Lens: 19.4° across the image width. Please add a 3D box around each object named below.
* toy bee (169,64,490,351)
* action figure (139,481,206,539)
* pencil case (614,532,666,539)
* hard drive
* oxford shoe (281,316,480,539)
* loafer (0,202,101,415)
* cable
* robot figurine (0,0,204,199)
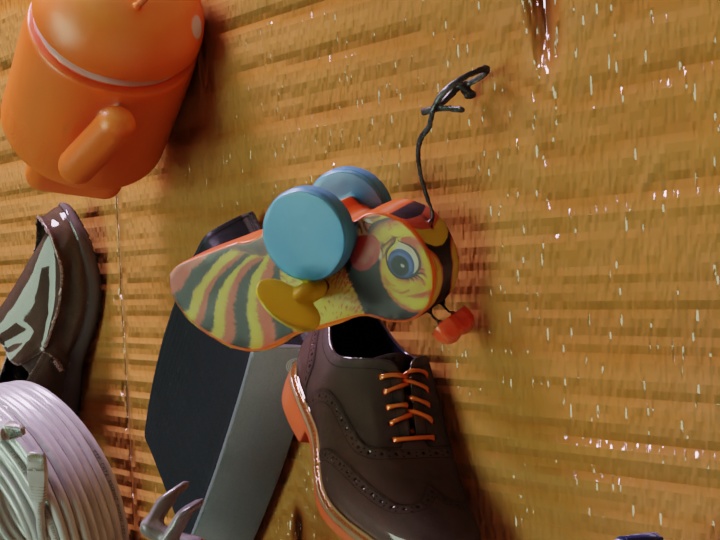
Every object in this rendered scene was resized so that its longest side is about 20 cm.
[{"bbox_3d":[0.000,0.000,1.048,0.200,0.131,0.109,-32,88,49],"label":"toy bee"},{"bbox_3d":[-0.069,0.217,1.195,0.194,0.105,0.200,58,158,-4],"label":"action figure"},{"bbox_3d":[0.099,0.206,0.880,0.083,0.091,0.200,-122,37,-45],"label":"pencil case"},{"bbox_3d":[-0.086,0.077,1.305,0.135,0.042,0.200,63,146,40],"label":"hard drive"},{"bbox_3d":[0.012,0.084,1.074,0.200,0.071,0.073,54,134,50],"label":"oxford shoe"},{"bbox_3d":[-0.244,0.044,1.598,0.073,0.071,0.200,48,135,52],"label":"loafer"},{"bbox_3d":[-0.251,0.177,1.570,0.200,0.069,0.200,15,123,48],"label":"cable"},{"bbox_3d":[-0.167,-0.131,1.370,0.117,0.144,0.200,35,136,10],"label":"robot figurine"}]
